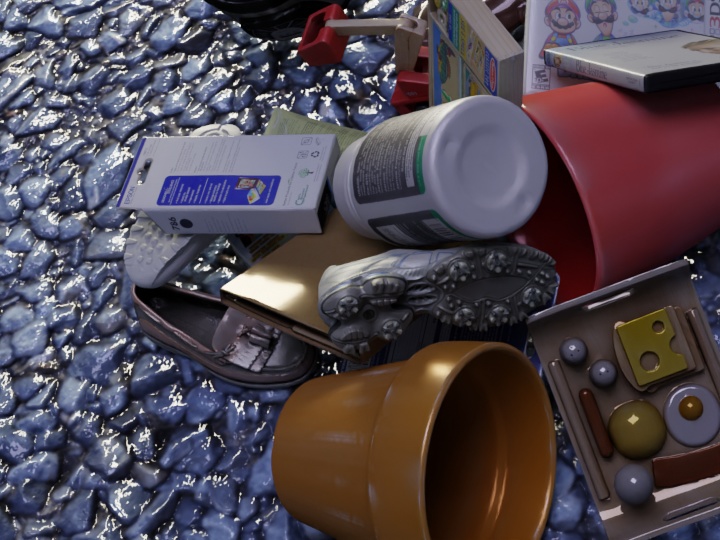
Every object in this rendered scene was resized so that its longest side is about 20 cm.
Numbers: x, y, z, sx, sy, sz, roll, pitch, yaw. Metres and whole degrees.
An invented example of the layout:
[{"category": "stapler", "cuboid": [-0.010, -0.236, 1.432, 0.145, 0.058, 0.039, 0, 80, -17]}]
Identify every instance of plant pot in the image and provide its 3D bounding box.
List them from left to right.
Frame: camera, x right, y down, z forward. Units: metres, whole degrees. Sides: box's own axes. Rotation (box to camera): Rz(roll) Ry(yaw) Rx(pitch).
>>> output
[{"category": "plant pot", "cuboid": [0.033, 0.155, 1.196, 0.182, 0.200, 0.201, 2, 57, 37]}, {"category": "plant pot", "cuboid": [0.231, -0.082, 1.278, 0.176, 0.201, 0.201, -20, 52, -14]}]

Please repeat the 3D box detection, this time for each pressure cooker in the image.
[{"category": "pressure cooker", "cuboid": [-0.088, -0.341, 1.556, 0.175, 0.200, 0.179, 38, 97, 14]}]

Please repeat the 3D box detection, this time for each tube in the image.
[{"category": "tube", "cuboid": [-0.017, -0.112, 1.418, 0.199, 0.052, 0.058, 13, 32, 30]}]

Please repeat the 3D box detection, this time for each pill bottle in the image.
[{"category": "pill bottle", "cuboid": [0.059, -0.078, 1.220, 0.113, 0.113, 0.200, -53, 20, -18]}]

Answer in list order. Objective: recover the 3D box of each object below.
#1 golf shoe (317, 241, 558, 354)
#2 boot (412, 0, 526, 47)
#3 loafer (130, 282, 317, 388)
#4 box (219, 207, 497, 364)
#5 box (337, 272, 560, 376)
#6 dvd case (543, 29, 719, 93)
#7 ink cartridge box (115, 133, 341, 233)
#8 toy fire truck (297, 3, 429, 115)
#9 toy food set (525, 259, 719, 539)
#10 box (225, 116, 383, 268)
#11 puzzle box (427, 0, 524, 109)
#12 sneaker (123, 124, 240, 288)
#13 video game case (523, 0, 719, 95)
[{"category": "golf shoe", "cuboid": [0.060, 0.003, 1.199, 0.198, 0.079, 0.097, -8, 29, -8]}, {"category": "boot", "cuboid": [0.157, -0.243, 1.485, 0.199, 0.064, 0.187, -26, 49, 2]}, {"category": "loafer", "cuboid": [-0.136, 0.057, 1.384, 0.199, 0.063, 0.072, 16, 63, 27]}, {"category": "box", "cuboid": [0.000, 0.000, 1.293, 0.163, 0.021, 0.200, 20, 42, 35]}, {"category": "box", "cuboid": [0.081, 0.057, 1.302, 0.198, 0.032, 0.122, 3, 69, 32]}, {"category": "dvd case", "cuboid": [0.264, -0.185, 1.275, 0.141, 0.018, 0.200, -11, 17, -15]}, {"category": "ink cartridge box", "cuboid": [-0.123, -0.082, 1.373, 0.198, 0.039, 0.100, 2, 50, 16]}, {"category": "toy fire truck", "cuboid": [0.053, -0.212, 1.442, 0.199, 0.141, 0.049, -5, 55, 37]}, {"category": "toy food set", "cuboid": [0.235, 0.108, 1.185, 0.142, 0.060, 0.202, -21, 83, 5]}, {"category": "box", "cuboid": [-0.015, -0.044, 1.424, 0.199, 0.040, 0.137, -38, 53, -8]}, {"category": "puzzle box", "cuboid": [0.098, -0.149, 1.268, 0.025, 0.201, 0.133, -21, 51, -14]}, {"category": "sneaker", "cuboid": [-0.161, -0.051, 1.437, 0.076, 0.081, 0.201, 13, 54, 25]}, {"category": "video game case", "cuboid": [0.256, -0.236, 1.399, 0.198, 0.024, 0.184, 6, 73, -3]}]
